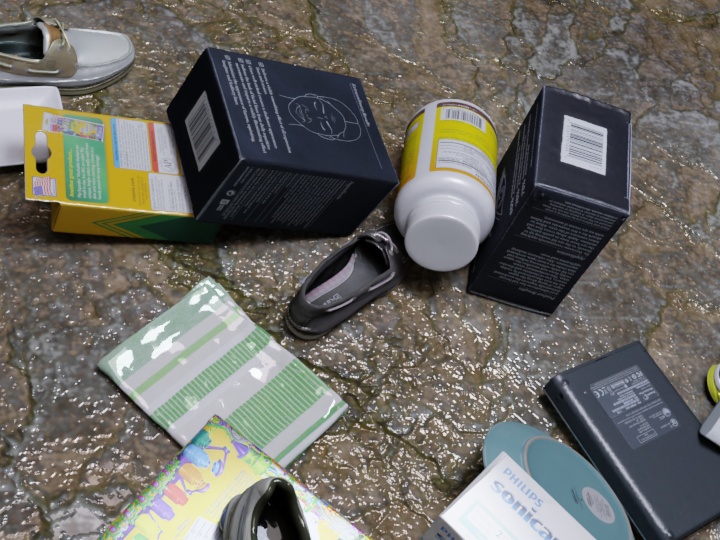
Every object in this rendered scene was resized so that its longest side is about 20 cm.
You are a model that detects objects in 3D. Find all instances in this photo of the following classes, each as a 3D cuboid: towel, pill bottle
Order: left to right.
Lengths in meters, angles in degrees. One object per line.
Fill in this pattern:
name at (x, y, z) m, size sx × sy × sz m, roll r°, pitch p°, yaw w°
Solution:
towel at (-0.129, 0.111, 0.989) m, size 0.200 × 0.023 × 0.153 m, roll 41°, pitch 56°, yaw 12°
pill bottle at (0.095, -0.094, 1.126) m, size 0.109 × 0.109 × 0.200 m, roll 17°, pitch 43°, yaw -6°

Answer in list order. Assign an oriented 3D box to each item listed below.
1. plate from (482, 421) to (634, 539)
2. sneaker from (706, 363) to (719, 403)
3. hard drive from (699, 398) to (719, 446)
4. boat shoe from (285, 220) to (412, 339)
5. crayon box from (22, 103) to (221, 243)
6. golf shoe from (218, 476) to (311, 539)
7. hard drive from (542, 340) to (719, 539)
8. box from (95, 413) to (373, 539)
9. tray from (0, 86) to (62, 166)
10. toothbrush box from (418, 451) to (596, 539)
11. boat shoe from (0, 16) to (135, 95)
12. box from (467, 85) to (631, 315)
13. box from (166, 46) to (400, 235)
plate at (0.197, 0.217, 0.955) m, size 0.200 × 0.026 × 0.200 m, roll 32°, pitch 27°, yaw -18°
sneaker at (0.476, 0.157, 1.104) m, size 0.200 × 0.085 × 0.075 m, roll 32°, pitch 54°, yaw 6°
hard drive at (0.473, 0.169, 1.062) m, size 0.200 × 0.026 × 0.132 m, roll 33°, pitch 96°, yaw -6°
boat shoe at (0.000, 0.000, 1.083) m, size 0.067 × 0.057 × 0.200 m, roll 41°, pitch 55°, yaw 12°
crayon box at (-0.251, -0.099, 1.062) m, size 0.200 × 0.052 × 0.126 m, roll 5°, pitch 55°, yaw -26°
golf shoe at (-0.059, 0.243, 0.724) m, size 0.078 × 0.097 × 0.200 m, roll -4°, pitch 60°, yaw -23°
hard drive at (0.299, 0.178, 1.060) m, size 0.139 × 0.033 × 0.200 m, roll -16°, pitch 62°, yaw -33°
box at (-0.116, 0.265, 0.825) m, size 0.193 × 0.122 × 0.200 m, roll 37°, pitch 54°, yaw 10°
tray at (-0.413, -0.143, 1.078) m, size 0.200 × 0.022 × 0.107 m, roll -8°, pitch 59°, yaw -22°
toothbrush box at (0.117, 0.261, 0.849) m, size 0.146 × 0.200 × 0.085 m, roll 44°, pitch 58°, yaw 13°
boat shoe at (-0.346, -0.241, 1.137) m, size 0.200 × 0.068 × 0.075 m, roll -16°, pitch 63°, yaw -26°
box at (0.203, -0.072, 1.106) m, size 0.104 × 0.200 × 0.148 m, roll 16°, pitch 54°, yaw -6°
box at (-0.083, -0.132, 1.083) m, size 0.200 × 0.107 × 0.149 m, roll 4°, pitch 54°, yaw -37°
